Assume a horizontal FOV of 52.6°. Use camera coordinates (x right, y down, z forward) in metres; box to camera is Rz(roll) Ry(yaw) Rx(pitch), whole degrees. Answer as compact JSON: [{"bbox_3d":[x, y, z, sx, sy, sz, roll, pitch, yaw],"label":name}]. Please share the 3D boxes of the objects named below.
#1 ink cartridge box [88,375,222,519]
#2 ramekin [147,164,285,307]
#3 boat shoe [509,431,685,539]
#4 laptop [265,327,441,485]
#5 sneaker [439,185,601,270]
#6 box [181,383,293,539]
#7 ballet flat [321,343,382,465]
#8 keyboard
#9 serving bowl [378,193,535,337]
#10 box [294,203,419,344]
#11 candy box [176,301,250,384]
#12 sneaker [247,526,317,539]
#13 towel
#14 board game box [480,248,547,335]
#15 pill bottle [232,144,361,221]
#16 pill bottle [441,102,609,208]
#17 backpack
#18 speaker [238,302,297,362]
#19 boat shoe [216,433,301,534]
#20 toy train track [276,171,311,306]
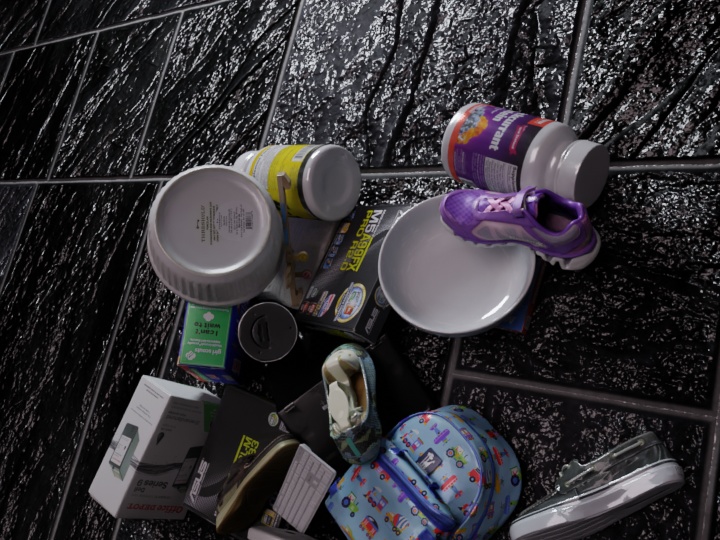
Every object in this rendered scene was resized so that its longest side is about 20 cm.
[{"bbox_3d":[-0.309,0.282,1.145,0.084,0.146,0.200,22,87,38],"label":"ink cartridge box"},{"bbox_3d":[-0.206,-0.055,1.034,0.200,0.105,0.200,2,74,-7],"label":"ramekin"},{"bbox_3d":[0.253,0.244,0.809,0.200,0.072,0.071,-28,48,13],"label":"boat shoe"},{"bbox_3d":[-0.018,0.167,1.037,0.187,0.116,0.200,-37,82,2],"label":"laptop"},{"bbox_3d":[0.190,-0.068,0.880,0.200,0.088,0.081,16,69,22],"label":"sneaker"},{"bbox_3d":[-0.160,0.293,1.095,0.193,0.048,0.200,15,81,35],"label":"box"},{"bbox_3d":[-0.017,0.145,0.901,0.074,0.074,0.200,-42,33,16],"label":"ballet flat"},{"bbox_3d":[-0.075,0.286,0.940,0.056,0.011,0.200,41,140,16],"label":"keyboard"},{"bbox_3d":[0.126,0.000,0.948,0.200,0.066,0.200,-6,63,11],"label":"serving bowl"},{"bbox_3d":[0.000,0.000,1.050,0.160,0.044,0.200,5,66,55],"label":"box"},{"bbox_3d":[-0.221,0.068,1.141,0.077,0.169,0.200,3,73,-1],"label":"candy box"},{"bbox_3d":[-0.071,0.411,0.948,0.200,0.073,0.112,9,79,23],"label":"sneaker"},{"bbox_3d":[-0.098,-0.038,1.188,0.132,0.034,0.200,14,81,40],"label":"towel"},{"bbox_3d":[0.148,0.018,0.996,0.200,0.019,0.103,12,78,38],"label":"board game box"},{"bbox_3d":[-0.106,-0.139,1.137,0.200,0.114,0.114,9,78,44],"label":"pill bottle"},{"bbox_3d":[0.214,-0.147,0.953,0.200,0.111,0.112,26,88,39],"label":"pill bottle"},{"bbox_3d":[0.083,0.260,0.876,0.200,0.135,0.183,-49,51,9],"label":"backpack"},{"bbox_3d":[-0.134,0.089,1.058,0.081,0.200,0.081,1,85,-6],"label":"speaker"},{"bbox_3d":[-0.150,0.284,1.002,0.200,0.073,0.065,-52,49,24],"label":"boat shoe"},{"bbox_3d":[-0.095,-0.044,1.062,0.032,0.115,0.200,-5,111,1],"label":"toy train track"}]
